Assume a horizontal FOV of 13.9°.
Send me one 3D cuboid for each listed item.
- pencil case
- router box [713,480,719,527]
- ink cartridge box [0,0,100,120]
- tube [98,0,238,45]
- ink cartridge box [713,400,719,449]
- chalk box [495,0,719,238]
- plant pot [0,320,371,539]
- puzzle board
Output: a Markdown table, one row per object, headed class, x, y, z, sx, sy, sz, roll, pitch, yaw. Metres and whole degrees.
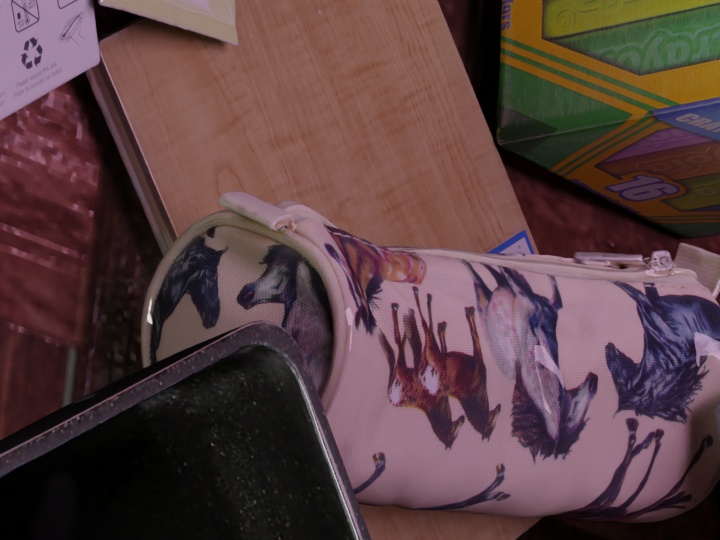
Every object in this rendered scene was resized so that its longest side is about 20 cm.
| class | x | y | z | sx | sy | sz | roll | pitch | yaw |
| --- | --- | --- | --- | --- | --- | --- | --- | --- | --- |
| pencil case | 0.028 | 0.026 | 0.868 | 0.199 | 0.078 | 0.090 | 8 | 92 | -45 |
| router box | 0.211 | 0.081 | 1.079 | 0.199 | 0.062 | 0.151 | -7 | 86 | -46 |
| ink cartridge box | -0.121 | -0.129 | 0.756 | 0.099 | 0.039 | 0.201 | -34 | 130 | -45 |
| tube | -0.066 | -0.167 | 0.861 | 0.058 | 0.052 | 0.201 | -3 | 79 | -22 |
| ink cartridge box | 0.208 | 0.076 | 0.953 | 0.200 | 0.084 | 0.146 | -28 | 112 | -46 |
| chalk box | 0.159 | -0.096 | 0.963 | 0.124 | 0.199 | 0.125 | 23 | 64 | -48 |
| plant pot | -0.103 | 0.149 | 0.655 | 0.199 | 0.177 | 0.201 | -27 | 98 | -46 |
| puzzle board | 0.000 | 0.000 | 0.918 | 0.151 | 0.017 | 0.201 | -32 | 104 | -47 |
